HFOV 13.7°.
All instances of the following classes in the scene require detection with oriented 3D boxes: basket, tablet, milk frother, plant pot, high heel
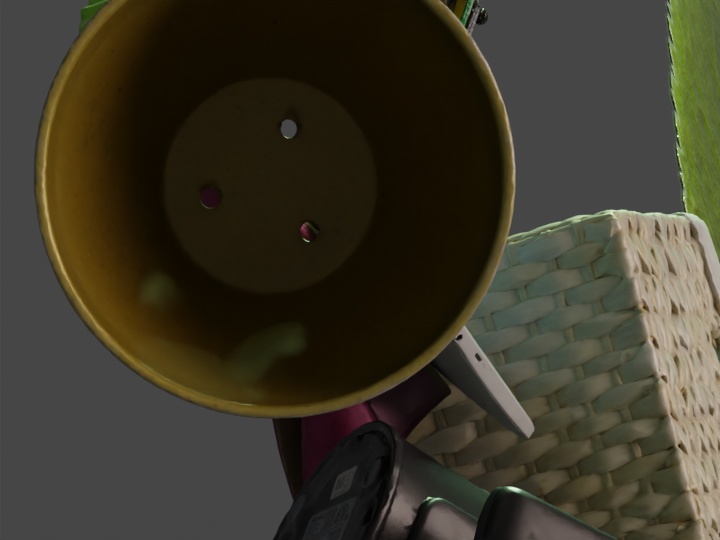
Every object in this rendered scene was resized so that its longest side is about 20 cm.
[{"bbox_3d":[0.099,0.083,1.570,0.161,0.199,0.199,6,68,-70],"label":"basket"},{"bbox_3d":[0.000,0.000,1.450,0.200,0.014,0.130,40,-9,38],"label":"tablet"},{"bbox_3d":[0.048,0.198,1.323,0.188,0.180,0.200,30,79,-17],"label":"milk frother"},{"bbox_3d":[-0.038,-0.040,1.303,0.142,0.199,0.201,-166,-121,-88],"label":"plant pot"},{"bbox_3d":[-0.049,0.025,1.425,0.200,0.096,0.067,47,-8,-14],"label":"high heel"}]

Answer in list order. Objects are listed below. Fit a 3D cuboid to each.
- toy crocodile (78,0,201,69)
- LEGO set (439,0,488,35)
[{"bbox_3d":[-0.076,-0.110,1.409,0.200,0.067,0.062,-10,84,-73],"label":"toy crocodile"},{"bbox_3d":[-0.018,-0.166,1.641,0.200,0.116,0.154,24,81,-64],"label":"LEGO set"}]
